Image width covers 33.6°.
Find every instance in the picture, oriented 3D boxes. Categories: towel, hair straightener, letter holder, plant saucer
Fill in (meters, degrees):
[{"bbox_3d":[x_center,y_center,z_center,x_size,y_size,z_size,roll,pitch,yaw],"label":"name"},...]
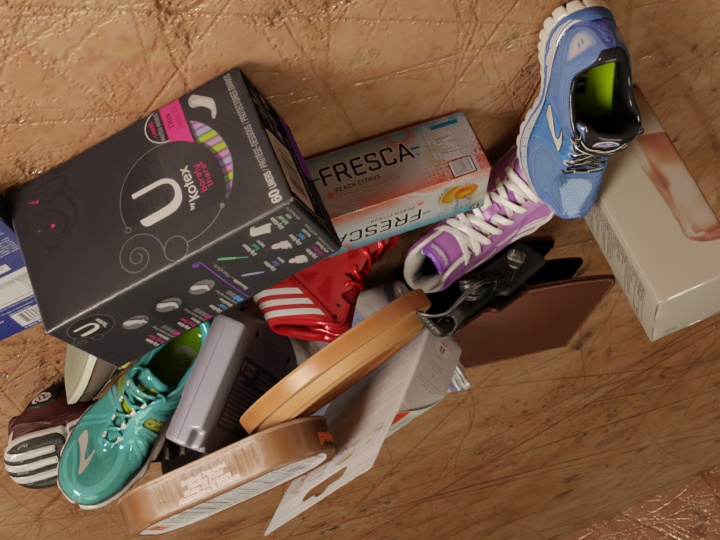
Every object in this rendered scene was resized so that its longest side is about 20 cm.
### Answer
[{"bbox_3d":[-0.006,0.091,1.201,0.200,0.024,0.147,-19,120,28],"label":"towel"},{"bbox_3d":[0.112,0.007,1.071,0.200,0.041,0.077,-21,145,-51],"label":"hair straightener"},{"bbox_3d":[0.144,0.020,1.247,0.200,0.101,0.142,-10,149,-27],"label":"letter holder"},{"bbox_3d":[-0.017,0.087,1.060,0.200,0.032,0.200,-36,172,-6],"label":"plant saucer"}]

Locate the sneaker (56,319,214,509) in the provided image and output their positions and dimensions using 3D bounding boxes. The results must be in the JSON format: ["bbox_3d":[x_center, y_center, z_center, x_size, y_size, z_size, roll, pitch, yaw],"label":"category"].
[{"bbox_3d":[-0.193,0.113,1.032,0.200,0.077,0.080,-54,173,-19],"label":"sneaker"}]

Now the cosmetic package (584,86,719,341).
[{"bbox_3d":[0.258,-0.052,1.082,0.087,0.200,0.103,-23,156,-1],"label":"cosmetic package"}]

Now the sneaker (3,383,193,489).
[{"bbox_3d":[-0.240,0.132,1.128,0.200,0.116,0.076,-10,116,-18],"label":"sneaker"}]

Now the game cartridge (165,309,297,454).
[{"bbox_3d":[-0.110,0.108,1.087,0.133,0.041,0.200,-64,164,-10],"label":"game cartridge"}]

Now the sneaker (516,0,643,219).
[{"bbox_3d":[0.178,-0.114,0.966,0.078,0.089,0.200,-12,135,-8],"label":"sneaker"}]

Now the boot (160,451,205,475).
[{"bbox_3d":[-0.134,0.204,1.386,0.158,0.079,0.211,-7,150,-32],"label":"boot"}]

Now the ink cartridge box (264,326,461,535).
[{"bbox_3d":[0.006,0.156,1.102,0.057,0.200,0.163,39,128,-14],"label":"ink cartridge box"}]

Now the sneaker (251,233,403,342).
[{"bbox_3d":[0.000,0.000,1.059,0.200,0.116,0.078,-24,155,1],"label":"sneaker"}]

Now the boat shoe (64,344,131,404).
[{"bbox_3d":[-0.212,0.054,1.027,0.061,0.072,0.201,3,143,-25],"label":"boat shoe"}]

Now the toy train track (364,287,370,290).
[{"bbox_3d":[-0.060,0.082,1.261,0.200,0.033,0.115,-38,117,14],"label":"toy train track"}]

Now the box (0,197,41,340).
[{"bbox_3d":[-0.300,0.000,0.898,0.121,0.032,0.200,-24,156,0],"label":"box"}]

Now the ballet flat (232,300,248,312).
[{"bbox_3d":[-0.156,0.094,1.160,0.072,0.072,0.200,6,143,-47],"label":"ballet flat"}]

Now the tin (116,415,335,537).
[{"bbox_3d":[-0.116,0.182,1.041,0.200,0.042,0.112,-25,160,9],"label":"tin"}]

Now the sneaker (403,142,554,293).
[{"bbox_3d":[0.114,-0.042,1.081,0.114,0.073,0.200,-36,171,-49],"label":"sneaker"}]

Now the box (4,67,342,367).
[{"bbox_3d":[-0.135,-0.035,0.866,0.200,0.122,0.106,-28,155,9],"label":"box"}]

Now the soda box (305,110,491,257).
[{"bbox_3d":[0.006,-0.065,1.000,0.200,0.064,0.068,-18,154,-11],"label":"soda box"}]
